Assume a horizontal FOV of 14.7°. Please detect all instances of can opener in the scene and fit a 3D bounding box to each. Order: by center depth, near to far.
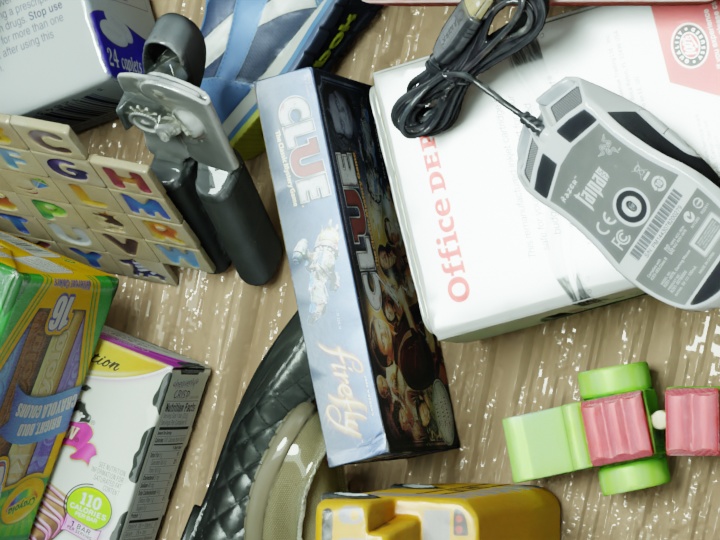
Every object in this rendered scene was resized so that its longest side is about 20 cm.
[{"bbox_3d":[-0.078,-0.064,1.471,0.053,0.200,0.067,15,68,18],"label":"can opener"}]

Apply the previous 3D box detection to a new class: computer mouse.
[{"bbox_3d":[0.115,-0.056,1.383,0.200,0.044,0.110,40,121,11],"label":"computer mouse"}]

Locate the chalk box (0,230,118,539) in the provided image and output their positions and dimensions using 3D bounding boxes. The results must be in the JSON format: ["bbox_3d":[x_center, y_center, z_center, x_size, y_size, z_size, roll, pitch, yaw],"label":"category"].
[{"bbox_3d":[-0.235,0.074,1.482,0.124,0.124,0.201,22,95,21],"label":"chalk box"}]

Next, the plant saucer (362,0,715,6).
[{"bbox_3d":[0.115,-0.213,1.441,0.199,0.037,0.201,2,61,25],"label":"plant saucer"}]

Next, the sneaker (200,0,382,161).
[{"bbox_3d":[-0.037,-0.155,1.514,0.082,0.074,0.200,42,100,17],"label":"sneaker"}]

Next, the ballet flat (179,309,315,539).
[{"bbox_3d":[-0.047,0.100,1.522,0.057,0.066,0.201,24,101,-5],"label":"ballet flat"}]

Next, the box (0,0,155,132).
[{"bbox_3d":[-0.225,-0.166,1.560,0.183,0.105,0.201,-19,83,18],"label":"box"}]

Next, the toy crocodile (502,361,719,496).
[{"bbox_3d":[0.170,0.078,1.442,0.199,0.062,0.068,-7,86,18],"label":"toy crocodile"}]

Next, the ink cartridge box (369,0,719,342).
[{"bbox_3d":[0.122,-0.057,1.452,0.199,0.083,0.148,-15,83,17],"label":"ink cartridge box"}]

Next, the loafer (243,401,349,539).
[{"bbox_3d":[-0.020,0.160,1.474,0.067,0.076,0.201,11,123,16],"label":"loafer"}]

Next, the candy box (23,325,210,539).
[{"bbox_3d":[-0.181,0.125,1.559,0.136,0.061,0.201,19,94,19],"label":"candy box"}]

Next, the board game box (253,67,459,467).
[{"bbox_3d":[0.000,0.000,1.464,0.034,0.135,0.201,-13,85,17],"label":"board game box"}]

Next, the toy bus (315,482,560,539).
[{"bbox_3d":[0.039,0.144,1.411,0.078,0.200,0.066,1,89,19],"label":"toy bus"}]

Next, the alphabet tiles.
[{"bbox_3d":[-0.170,-0.041,1.493,0.165,0.200,0.006,12,70,18],"label":"alphabet tiles"}]
